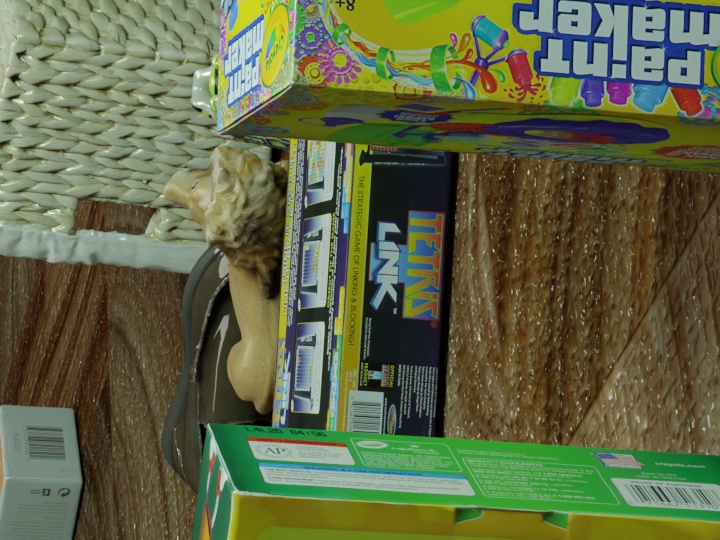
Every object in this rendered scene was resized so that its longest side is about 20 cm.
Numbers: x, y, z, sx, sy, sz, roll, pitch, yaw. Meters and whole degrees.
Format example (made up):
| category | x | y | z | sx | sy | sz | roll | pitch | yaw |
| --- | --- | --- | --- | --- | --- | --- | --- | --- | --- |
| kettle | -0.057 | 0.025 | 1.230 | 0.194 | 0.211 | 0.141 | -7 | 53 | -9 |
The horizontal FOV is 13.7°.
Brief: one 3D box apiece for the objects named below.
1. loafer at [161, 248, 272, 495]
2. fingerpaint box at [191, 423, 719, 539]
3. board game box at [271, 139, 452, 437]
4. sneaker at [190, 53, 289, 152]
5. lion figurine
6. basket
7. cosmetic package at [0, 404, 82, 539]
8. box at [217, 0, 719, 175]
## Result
| category | x | y | z | sx | sy | sz | roll | pitch | yaw |
| --- | --- | --- | --- | --- | --- | --- | --- | --- | --- |
| loafer | -0.070 | 0.063 | 1.835 | 0.071 | 0.073 | 0.201 | -120 | 32 | -45 |
| fingerpaint box | 0.035 | 0.149 | 1.087 | 0.073 | 0.199 | 0.168 | -122 | 38 | -69 |
| board game box | 0.000 | 0.000 | 1.572 | 0.165 | 0.056 | 0.201 | 176 | 98 | -78 |
| sneaker | -0.048 | -0.099 | 1.750 | 0.200 | 0.076 | 0.076 | 164 | 111 | -74 |
| lion figurine | -0.056 | 0.014 | 1.710 | 0.123 | 0.072 | 0.201 | -95 | -8 | -66 |
| basket | -0.162 | -0.113 | 1.970 | 0.200 | 0.197 | 0.162 | -108 | 28 | -57 |
| cosmetic package | -0.301 | 0.229 | 2.700 | 0.102 | 0.071 | 0.201 | -104 | 22 | -51 |
| box | 0.061 | -0.141 | 1.061 | 0.122 | 0.199 | 0.194 | 161 | 112 | -74 |
